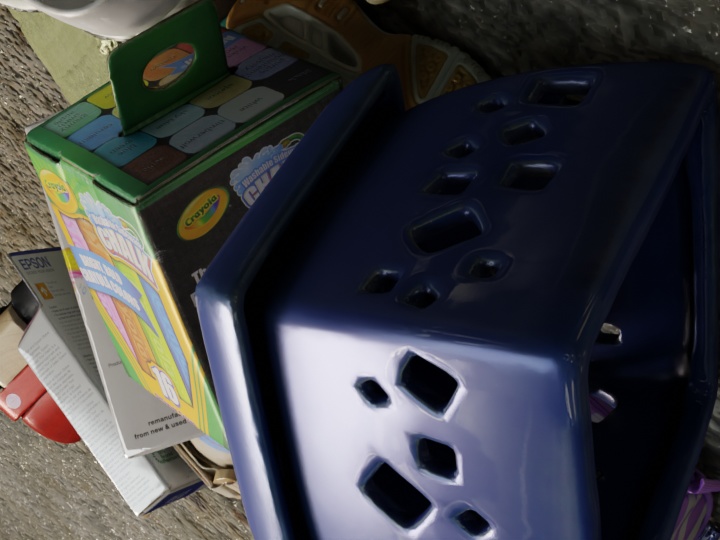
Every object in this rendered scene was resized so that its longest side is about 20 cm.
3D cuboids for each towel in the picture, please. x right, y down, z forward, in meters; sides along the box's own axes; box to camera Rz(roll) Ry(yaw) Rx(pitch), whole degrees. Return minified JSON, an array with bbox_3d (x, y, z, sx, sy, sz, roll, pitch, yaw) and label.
[{"bbox_3d":[-0.187,-0.162,1.198,0.149,0.036,0.200,55,164,-6],"label":"towel"}]

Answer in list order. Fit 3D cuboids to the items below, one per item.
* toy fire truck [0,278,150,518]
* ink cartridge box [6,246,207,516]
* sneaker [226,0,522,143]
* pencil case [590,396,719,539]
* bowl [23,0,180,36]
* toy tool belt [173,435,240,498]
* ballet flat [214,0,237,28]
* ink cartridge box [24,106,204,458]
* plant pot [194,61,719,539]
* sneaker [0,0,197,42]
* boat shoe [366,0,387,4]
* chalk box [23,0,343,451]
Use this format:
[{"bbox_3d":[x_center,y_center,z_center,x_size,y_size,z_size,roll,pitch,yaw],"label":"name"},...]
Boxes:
[{"bbox_3d":[-0.207,0.097,1.405,0.200,0.129,0.176,45,-163,-5],"label":"toy fire truck"},{"bbox_3d":[-0.165,0.072,1.308,0.200,0.043,0.196,53,-163,9],"label":"ink cartridge box"},{"bbox_3d":[0.017,-0.079,0.927,0.200,0.076,0.088,44,168,32],"label":"sneaker"},{"bbox_3d":[0.095,0.083,0.945,0.200,0.084,0.086,40,120,28],"label":"pencil case"},{"bbox_3d":[-0.112,-0.215,0.869,0.199,0.200,0.075,37,-178,34],"label":"bowl"},{"bbox_3d":[-0.061,0.087,1.184,0.200,0.125,0.123,31,153,42],"label":"toy tool belt"},{"bbox_3d":[-0.074,-0.158,0.992,0.067,0.068,0.201,35,138,47],"label":"ballet flat"},{"bbox_3d":[-0.107,-0.004,1.068,0.145,0.084,0.201,-9,-99,-75],"label":"ink cartridge box"},{"bbox_3d":[0.045,0.033,0.772,0.179,0.200,0.201,10,132,23],"label":"plant pot"},{"bbox_3d":[-0.151,-0.183,0.972,0.199,0.077,0.085,21,116,38],"label":"sneaker"},{"bbox_3d":[0.019,-0.196,0.755,0.072,0.076,0.201,36,148,37],"label":"boat shoe"},{"bbox_3d":[-0.074,-0.037,0.891,0.124,0.125,0.201,28,143,50],"label":"chalk box"}]
